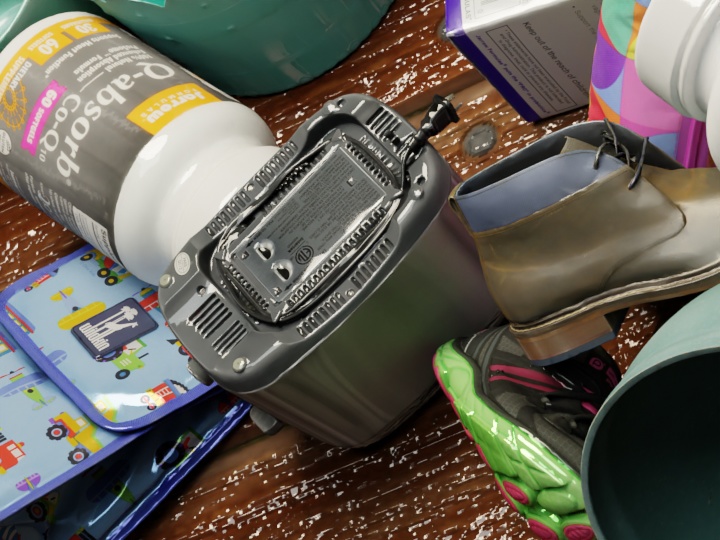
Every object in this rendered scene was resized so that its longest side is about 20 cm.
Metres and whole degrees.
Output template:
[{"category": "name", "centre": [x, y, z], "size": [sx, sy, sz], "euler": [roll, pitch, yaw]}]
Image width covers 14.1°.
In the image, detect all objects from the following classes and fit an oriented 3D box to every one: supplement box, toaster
[{"category": "supplement box", "centre": [0.155, -0.170, 1.570], "size": [0.200, 0.103, 0.101], "euler": [-17, 55, 25]}, {"category": "toaster", "centre": [0.000, 0.000, 1.552], "size": [0.200, 0.129, 0.114], "euler": [-47, 51, 2]}]

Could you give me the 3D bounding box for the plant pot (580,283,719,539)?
[{"category": "plant pot", "centre": [0.217, 0.072, 1.354], "size": [0.200, 0.200, 0.134], "euler": [-6, 34, 29]}]

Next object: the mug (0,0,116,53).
[{"category": "mug", "centre": [-0.231, -0.157, 1.796], "size": [0.152, 0.114, 0.185], "euler": [-35, 50, 11]}]

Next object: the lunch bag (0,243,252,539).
[{"category": "lunch bag", "centre": [-0.156, 0.071, 1.651], "size": [0.200, 0.094, 0.151], "euler": [-39, 48, -14]}]

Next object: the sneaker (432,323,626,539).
[{"category": "sneaker", "centre": [0.094, 0.069, 1.459], "size": [0.084, 0.077, 0.200], "euler": [-30, 27, 0]}]

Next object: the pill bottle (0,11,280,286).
[{"category": "pill bottle", "centre": [-0.118, -0.059, 1.650], "size": [0.200, 0.116, 0.116], "euler": [32, 83, 37]}]

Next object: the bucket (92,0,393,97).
[{"category": "bucket", "centre": [-0.076, -0.211, 1.715], "size": [0.207, 0.135, 0.207], "euler": [-14, 58, 24]}]

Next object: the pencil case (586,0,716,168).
[{"category": "pencil case", "centre": [0.154, -0.085, 1.460], "size": [0.088, 0.200, 0.088], "euler": [2, 40, -2]}]

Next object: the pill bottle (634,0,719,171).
[{"category": "pill bottle", "centre": [0.225, -0.070, 1.299], "size": [0.200, 0.120, 0.120], "euler": [38, 87, 30]}]

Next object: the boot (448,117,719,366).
[{"category": "boot", "centre": [0.139, -0.037, 1.400], "size": [0.200, 0.097, 0.075], "euler": [-30, 14, 20]}]
